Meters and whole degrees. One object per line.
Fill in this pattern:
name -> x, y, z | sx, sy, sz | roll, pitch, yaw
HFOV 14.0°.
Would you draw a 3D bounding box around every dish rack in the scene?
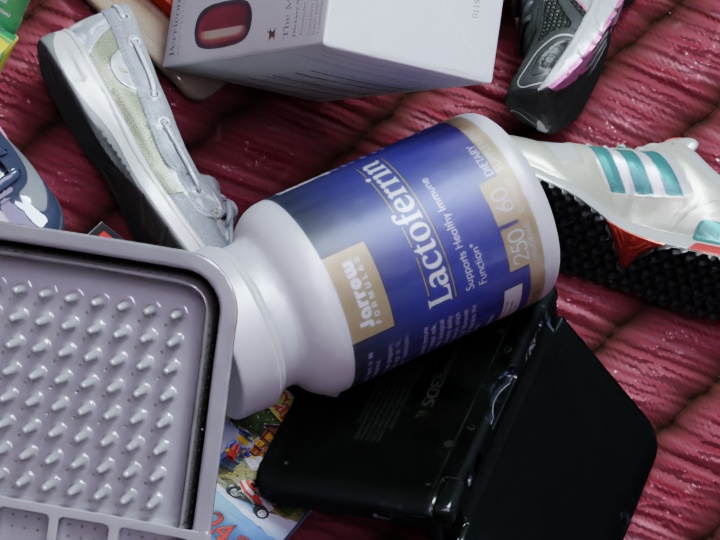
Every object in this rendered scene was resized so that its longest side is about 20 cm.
dish rack -> -0.151, 0.078, 1.556 | 0.171, 0.044, 0.200 | 9, 99, 10

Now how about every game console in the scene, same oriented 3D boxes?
game console -> 0.058, 0.107, 1.667 | 0.176, 0.117, 0.200 | 7, 40, 19

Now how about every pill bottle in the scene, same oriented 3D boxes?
pill bottle -> 0.000, 0.000, 1.627 | 0.200, 0.116, 0.116 | -25, 78, -18

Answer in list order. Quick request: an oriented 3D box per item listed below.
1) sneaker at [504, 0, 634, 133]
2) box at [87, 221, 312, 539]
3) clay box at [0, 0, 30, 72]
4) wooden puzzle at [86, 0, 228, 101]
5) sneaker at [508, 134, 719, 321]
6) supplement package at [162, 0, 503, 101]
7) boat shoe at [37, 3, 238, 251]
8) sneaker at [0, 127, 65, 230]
sneaker -> 0.117, -0.165, 1.778 | 0.086, 0.080, 0.200 | 21, 47, 7
box -> -0.110, 0.078, 1.639 | 0.200, 0.038, 0.137 | 39, 44, 3
clay box -> -0.272, -0.091, 1.621 | 0.115, 0.200, 0.048 | 28, 25, -1
wooden puzzle -> -0.104, -0.227, 1.774 | 0.200, 0.037, 0.185 | 45, 69, 5
sneaker -> 0.157, -0.045, 1.759 | 0.200, 0.070, 0.093 | 22, 50, -1
supplement package -> -0.015, -0.162, 1.661 | 0.109, 0.200, 0.114 | 11, 84, -29
boat shoe -> -0.112, -0.061, 1.697 | 0.065, 0.074, 0.202 | -30, 77, -17
sneaker -> -0.244, -0.083, 1.671 | 0.200, 0.082, 0.070 | 43, 66, 4
